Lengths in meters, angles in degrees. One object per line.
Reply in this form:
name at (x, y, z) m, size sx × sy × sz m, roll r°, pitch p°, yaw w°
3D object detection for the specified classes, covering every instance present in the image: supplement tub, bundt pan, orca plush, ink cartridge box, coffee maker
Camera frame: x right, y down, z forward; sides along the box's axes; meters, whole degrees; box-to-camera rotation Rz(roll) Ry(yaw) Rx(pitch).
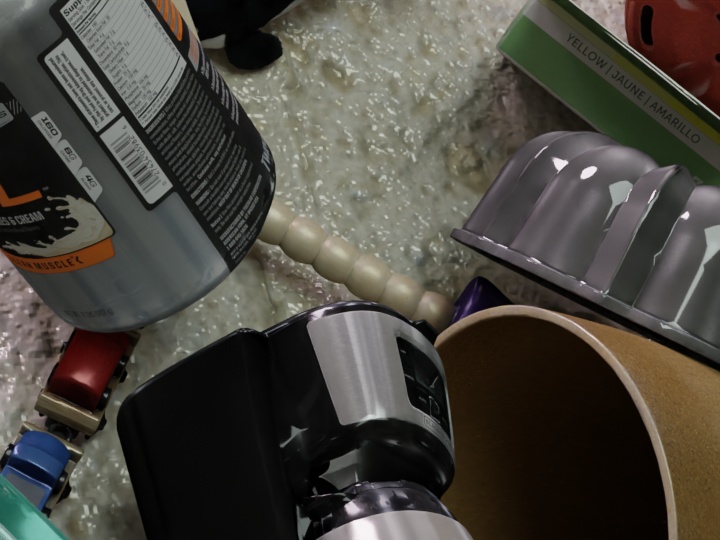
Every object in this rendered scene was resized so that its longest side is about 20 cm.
supplement tub at (-0.129, -0.080, 0.782) m, size 0.201 × 0.122 × 0.123 m, roll 56°, pitch 38°, yaw -36°
bundt pan at (0.147, -0.006, 0.905) m, size 0.201 × 0.202 × 0.076 m, roll 25°, pitch 90°, yaw -8°
orca plush at (-0.033, -0.160, 0.982) m, size 0.199 × 0.071 × 0.106 m, roll -7°, pitch 95°, yaw -33°
ink cartridge box at (0.138, -0.090, 0.985) m, size 0.145 × 0.048 × 0.200 m, roll 39°, pitch 11°, yaw 2°
coffee maker at (-0.033, 0.133, 0.749) m, size 0.190 × 0.135 × 0.201 m, roll -15°, pitch 50°, yaw -6°

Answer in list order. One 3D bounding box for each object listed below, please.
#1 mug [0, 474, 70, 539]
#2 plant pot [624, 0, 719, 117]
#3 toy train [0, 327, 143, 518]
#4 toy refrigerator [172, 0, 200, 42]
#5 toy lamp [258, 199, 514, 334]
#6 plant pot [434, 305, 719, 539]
mug at (-0.152, 0.136, 0.676) m, size 0.152 × 0.185 × 0.114 m, roll 42°, pitch 82°, yaw 8°
plant pot at (0.260, -0.186, 1.104) m, size 0.200 × 0.201 × 0.196 m, roll 35°, pitch 58°, yaw 0°
toy train at (-0.121, 0.048, 0.835) m, size 0.034 × 0.046 × 0.201 m, roll 28°, pitch 50°, yaw -6°
toy refrigerator at (-0.145, -0.157, 0.878) m, size 0.076 × 0.070 × 0.201 m, roll -47°, pitch 130°, yaw -40°
toy lamp at (0.000, 0.000, 0.921) m, size 0.199 × 0.058 × 0.058 m, roll 31°, pitch 50°, yaw -5°
plant pot at (0.135, 0.116, 0.848) m, size 0.199 × 0.186 × 0.188 m, roll 6°, pitch 54°, yaw -40°
